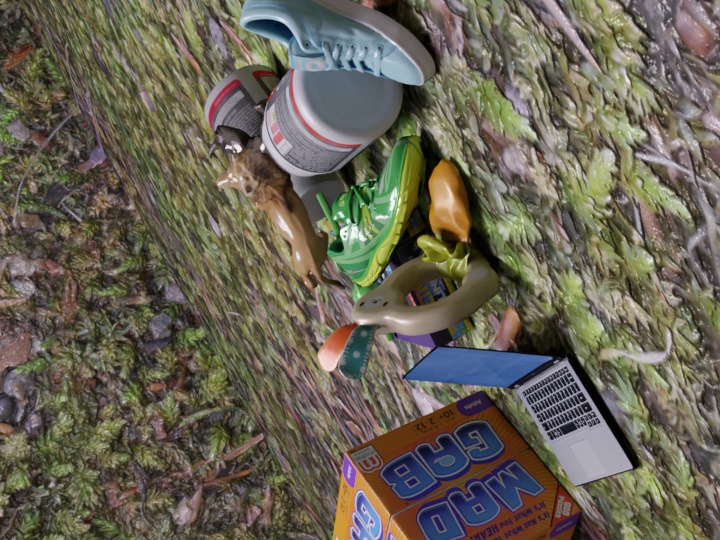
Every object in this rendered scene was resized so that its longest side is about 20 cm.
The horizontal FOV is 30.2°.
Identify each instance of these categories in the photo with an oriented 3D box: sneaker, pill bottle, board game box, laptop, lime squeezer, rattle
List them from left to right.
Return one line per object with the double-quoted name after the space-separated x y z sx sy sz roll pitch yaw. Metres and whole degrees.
-0.104 -0.155 1.680 0.200 0.110 0.111 54 163 26 "pill bottle"
-0.038 -0.167 1.407 0.116 0.115 0.200 61 160 0 "pill bottle"
-0.027 -0.213 1.275 0.199 0.082 0.074 29 165 16 "sneaker"
0.000 0.000 1.574 0.201 0.038 0.071 63 -163 -11 "lime squeezer"
0.013 -0.064 1.414 0.083 0.074 0.201 28 131 3 "sneaker"
0.031 0.005 1.337 0.131 0.199 0.143 -115 5 -45 "rattle"
0.042 0.002 1.590 0.166 0.056 0.200 65 165 -10 "board game box"
0.106 0.307 1.578 0.200 0.199 0.201 50 149 34 "board game box"
0.157 0.153 1.368 0.201 0.115 0.187 59 165 8 "laptop"

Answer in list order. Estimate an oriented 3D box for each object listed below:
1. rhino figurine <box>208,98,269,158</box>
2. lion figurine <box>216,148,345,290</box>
-0.098 -0.159 1.576 0.060 0.199 0.088 -42 -65 -62 "rhino figurine"
-0.080 -0.055 1.527 0.200 0.072 0.122 50 179 -2 "lion figurine"
